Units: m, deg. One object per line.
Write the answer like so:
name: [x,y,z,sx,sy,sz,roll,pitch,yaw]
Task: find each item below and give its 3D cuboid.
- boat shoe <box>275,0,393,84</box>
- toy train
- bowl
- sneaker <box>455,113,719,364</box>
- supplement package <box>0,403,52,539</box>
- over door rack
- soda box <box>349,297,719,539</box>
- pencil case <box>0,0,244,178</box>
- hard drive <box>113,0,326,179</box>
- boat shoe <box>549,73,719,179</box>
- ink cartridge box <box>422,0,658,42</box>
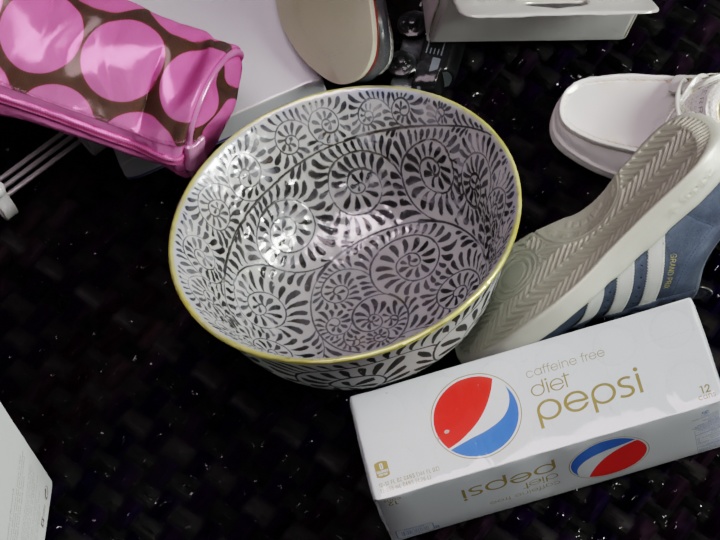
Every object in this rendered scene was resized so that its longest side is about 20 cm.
boat shoe: [-0.021,-0.193,1.823,0.071,0.062,0.201,-41,57,26]
toy train: [0.059,-0.190,1.825,0.046,0.034,0.201,11,67,12]
bowl: [0.000,0.000,1.698,0.200,0.094,0.202,-8,50,9]
sneaker: [0.146,0.004,1.696,0.200,0.084,0.075,-38,36,16]
supplement package: [-0.270,0.143,1.626,0.150,0.200,0.153,0,63,10]
over door rack: [-0.269,-0.107,1.827,0.147,0.067,0.200,-36,63,-9]
soda box: [0.099,0.083,1.664,0.199,0.064,0.068,-16,61,2]
pencil case: [-0.171,-0.117,1.750,0.199,0.091,0.094,17,43,2]
hard drive: [-0.116,-0.165,1.849,0.131,0.025,0.201,-23,62,-1]
boat shoe: [0.203,-0.086,1.725,0.199,0.069,0.071,9,67,15]
ink cartridge box: [0.099,-0.226,1.760,0.128,0.125,0.201,-2,68,-9]
